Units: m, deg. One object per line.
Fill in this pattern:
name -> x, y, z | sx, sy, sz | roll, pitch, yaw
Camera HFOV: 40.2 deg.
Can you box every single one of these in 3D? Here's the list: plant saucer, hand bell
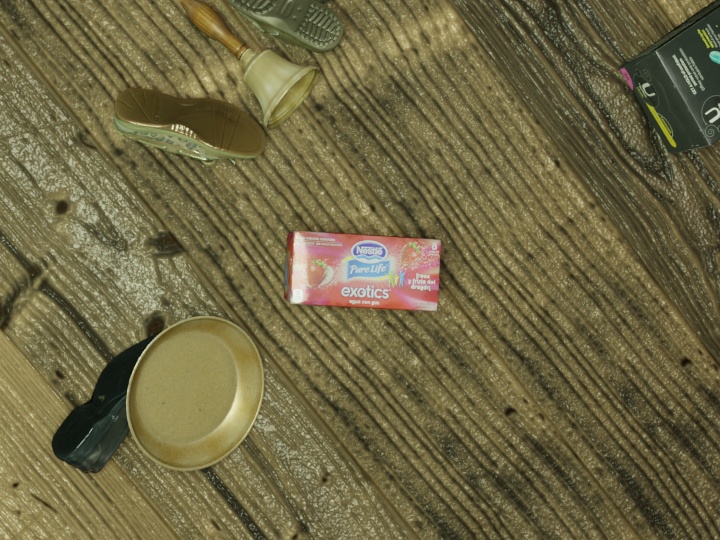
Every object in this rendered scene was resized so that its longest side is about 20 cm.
plant saucer -> -0.217, 0.156, 1.275 | 0.198, 0.035, 0.203 | -7, 102, -37
hand bell -> -0.159, -0.292, 1.293 | 0.200, 0.104, 0.104 | 43, 85, 5

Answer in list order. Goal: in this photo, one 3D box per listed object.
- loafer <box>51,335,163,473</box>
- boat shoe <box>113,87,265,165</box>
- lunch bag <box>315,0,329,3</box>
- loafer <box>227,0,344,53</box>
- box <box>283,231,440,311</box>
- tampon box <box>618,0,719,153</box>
loafer -> -0.312, 0.174, 1.285 | 0.200, 0.073, 0.072 | -49, 137, -12
boat shoe -> -0.223, -0.185, 1.292 | 0.198, 0.063, 0.074 | 16, 63, -12
lunch bag -> -0.041, -0.464, 1.256 | 0.116, 0.164, 0.202 | -19, 94, -12
loafer -> -0.110, -0.343, 1.300 | 0.199, 0.067, 0.076 | 37, 82, 7
box -> 0.000, 0.000, 1.306 | 0.197, 0.100, 0.097 | 3, 91, -9
tampon box -> 0.495, -0.282, 1.368 | 0.199, 0.126, 0.151 | -34, 96, -6
